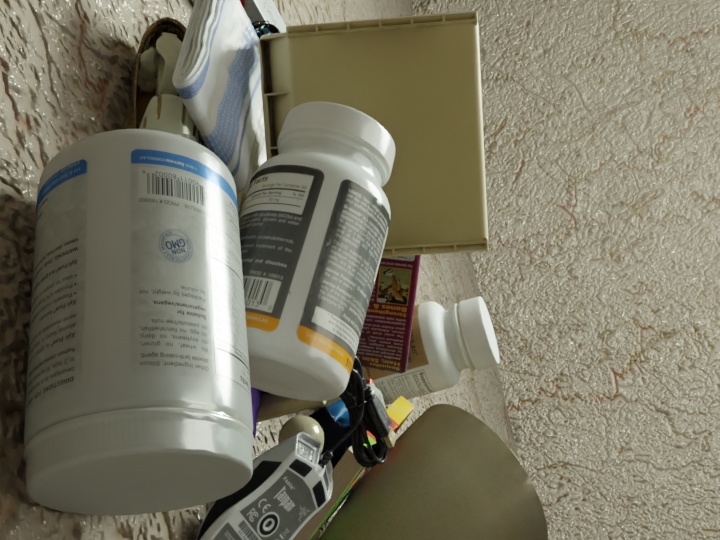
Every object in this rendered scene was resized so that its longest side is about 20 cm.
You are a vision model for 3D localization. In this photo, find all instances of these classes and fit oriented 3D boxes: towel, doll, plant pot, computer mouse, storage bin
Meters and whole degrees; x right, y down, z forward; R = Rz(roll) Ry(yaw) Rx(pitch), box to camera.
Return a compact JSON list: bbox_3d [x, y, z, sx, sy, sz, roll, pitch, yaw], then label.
[{"bbox_3d":[-0.101,-0.142,0.746,0.201,0.023,0.149,65,26,-49],"label":"towel"},{"bbox_3d":[-0.041,0.166,0.789,0.048,0.137,0.200,40,-8,13],"label":"doll"},{"bbox_3d":[0.049,0.264,0.831,0.198,0.186,0.191,-28,106,-30],"label":"plant pot"},{"bbox_3d":[-0.059,0.162,0.666,0.044,0.199,0.111,22,-33,50],"label":"computer mouse"},{"bbox_3d":[0.016,-0.115,0.768,0.094,0.193,0.205,-60,146,-82],"label":"storage bin"}]

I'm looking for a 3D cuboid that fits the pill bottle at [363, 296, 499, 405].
[{"bbox_3d":[0.077,0.105,1.122,0.114,0.196,0.117,-17,90,-76],"label":"pill bottle"}]

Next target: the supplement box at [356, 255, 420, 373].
[{"bbox_3d":[0.000,0.000,0.923,0.104,0.128,0.203,-80,177,-50],"label":"supplement box"}]

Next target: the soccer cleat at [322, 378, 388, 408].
[{"bbox_3d":[0.004,0.185,1.030,0.200,0.068,0.079,54,27,-61],"label":"soccer cleat"}]

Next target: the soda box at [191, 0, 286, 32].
[{"bbox_3d":[-0.140,-0.300,0.976,0.201,0.067,0.065,58,21,-50],"label":"soda box"}]

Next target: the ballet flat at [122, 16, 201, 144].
[{"bbox_3d":[-0.162,-0.134,0.700,0.066,0.069,0.203,117,-33,-49],"label":"ballet flat"}]

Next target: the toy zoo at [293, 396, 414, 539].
[{"bbox_3d":[-0.007,0.195,0.833,0.020,0.132,0.200,37,18,10],"label":"toy zoo"}]

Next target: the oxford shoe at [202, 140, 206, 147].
[{"bbox_3d":[-0.118,-0.127,0.859,0.071,0.073,0.203,-75,146,-60],"label":"oxford shoe"}]

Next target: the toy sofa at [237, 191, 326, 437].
[{"bbox_3d":[-0.101,0.046,0.731,0.098,0.081,0.203,-86,156,-55],"label":"toy sofa"}]

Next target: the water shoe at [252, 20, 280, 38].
[{"bbox_3d":[-0.122,-0.235,0.889,0.072,0.079,0.200,48,2,-2],"label":"water shoe"}]

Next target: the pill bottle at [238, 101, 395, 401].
[{"bbox_3d":[-0.040,-0.015,0.642,0.117,0.114,0.204,52,49,-56],"label":"pill bottle"}]

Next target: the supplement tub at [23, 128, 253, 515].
[{"bbox_3d":[-0.134,0.031,0.518,0.132,0.129,0.204,49,29,-59],"label":"supplement tub"}]
